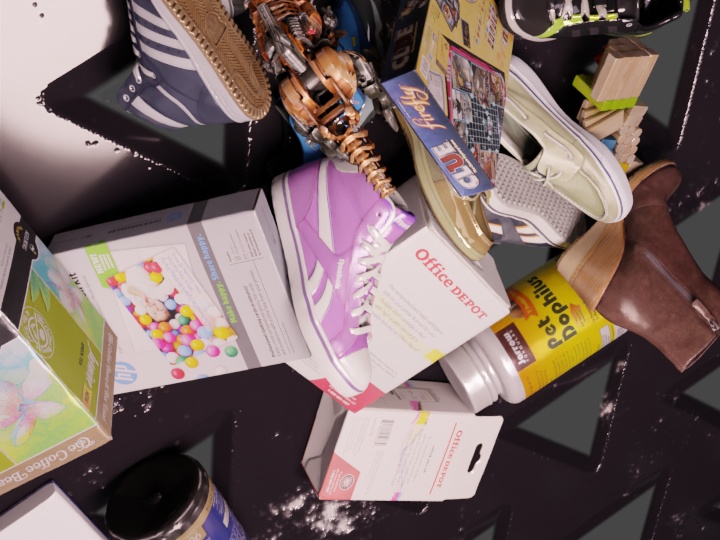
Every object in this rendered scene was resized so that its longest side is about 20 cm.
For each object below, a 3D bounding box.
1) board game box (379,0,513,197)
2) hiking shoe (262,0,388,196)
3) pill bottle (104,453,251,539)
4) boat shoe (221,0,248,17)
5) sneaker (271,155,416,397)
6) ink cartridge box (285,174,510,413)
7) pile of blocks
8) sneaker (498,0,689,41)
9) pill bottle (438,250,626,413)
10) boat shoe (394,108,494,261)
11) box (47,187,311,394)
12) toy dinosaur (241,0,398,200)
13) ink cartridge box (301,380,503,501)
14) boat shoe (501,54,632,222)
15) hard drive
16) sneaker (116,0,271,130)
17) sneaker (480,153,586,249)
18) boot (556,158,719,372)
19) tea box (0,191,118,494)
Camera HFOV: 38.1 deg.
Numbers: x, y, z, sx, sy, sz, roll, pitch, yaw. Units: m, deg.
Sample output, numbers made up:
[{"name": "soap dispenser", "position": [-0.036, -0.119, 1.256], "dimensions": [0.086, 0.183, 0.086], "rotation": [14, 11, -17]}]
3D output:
[{"name": "board game box", "position": [0.079, -0.182, 0.885], "dimensions": [0.034, 0.202, 0.136], "rotation": [-15, 133, 31]}, {"name": "hiking shoe", "position": [-0.030, -0.154, 0.909], "dimensions": [0.085, 0.074, 0.203], "rotation": [-4, 118, -27]}, {"name": "pill bottle", "position": [-0.169, 0.292, 1.068], "dimensions": [0.111, 0.112, 0.202], "rotation": [-30, 125, -7]}, {"name": "boat shoe", "position": [-0.124, -0.289, 0.802], "dimensions": [0.056, 0.069, 0.202], "rotation": [-28, 131, -18]}, {"name": "sneaker", "position": [0.000, 0.000, 0.882], "dimensions": [0.113, 0.073, 0.204], "rotation": [-16, 89, 18]}, {"name": "ink cartridge box", "position": [0.022, 0.027, 0.996], "dimensions": [0.199, 0.084, 0.145], "rotation": [-34, 128, 20]}, {"name": "pile of blocks", "position": [0.239, -0.153, 1.039], "dimensions": [0.081, 0.062, 0.202], "rotation": [-27, 142, -13]}, {"name": "sneaker", "position": [0.221, -0.254, 0.963], "dimensions": [0.197, 0.082, 0.073], "rotation": [-8, 97, -27]}, {"name": "pill bottle", "position": [0.183, 0.066, 1.115], "dimensions": [0.198, 0.109, 0.110], "rotation": [-32, 126, -7]}, {"name": "boat shoe", "position": [0.082, -0.110, 0.933], "dimensions": [0.062, 0.204, 0.073], "rotation": [-23, 171, 19]}, {"name": "box", "position": [-0.156, 0.022, 0.913], "dimensions": [0.197, 0.041, 0.158], "rotation": [-10, 122, 13]}, {"name": "toy dinosaur", "position": [-0.033, -0.141, 0.809], "dimensions": [0.101, 0.204, 0.135], "rotation": [-13, 167, 18]}, {"name": "ink cartridge box", "position": [0.047, 0.186, 1.142], "dimensions": [0.197, 0.068, 0.118], "rotation": [8, 114, -27]}, {"name": "boat shoe", "position": [0.178, -0.114, 0.996], "dimensions": [0.200, 0.072, 0.062], "rotation": [46, 62, -6]}, {"name": "hard drive", "position": [-0.312, 0.317, 1.065], "dimensions": [0.131, 0.025, 0.201], "rotation": [-34, 126, -6]}, {"name": "sneaker", "position": [-0.159, -0.191, 0.804], "dimensions": [0.107, 0.071, 0.201], "rotation": [-6, 130, 31]}, {"name": "sneaker", "position": [0.153, -0.066, 1.052], "dimensions": [0.079, 0.080, 0.199], "rotation": [-18, 155, 37]}, {"name": "boot", "position": [0.311, -0.008, 1.048], "dimensions": [0.200, 0.166, 0.073], "rotation": [-43, 159, -25]}, {"name": "tea box", "position": [-0.328, 0.072, 0.829], "dimensions": [0.198, 0.134, 0.198], "rotation": [-26, 126, 8]}]
